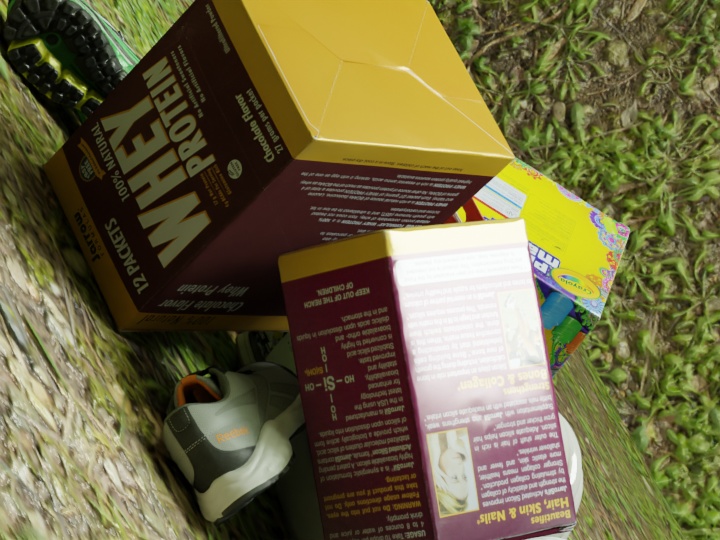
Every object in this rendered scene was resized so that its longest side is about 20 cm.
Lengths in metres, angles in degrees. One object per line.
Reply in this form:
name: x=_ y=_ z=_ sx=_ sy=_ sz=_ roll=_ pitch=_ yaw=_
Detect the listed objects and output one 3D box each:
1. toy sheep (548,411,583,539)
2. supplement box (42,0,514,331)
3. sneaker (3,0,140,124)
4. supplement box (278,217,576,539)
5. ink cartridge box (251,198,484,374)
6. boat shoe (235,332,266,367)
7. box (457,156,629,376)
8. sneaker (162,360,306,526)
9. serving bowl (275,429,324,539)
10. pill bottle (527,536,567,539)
toy sheep: x=0.091 y=0.139 z=1.720 sx=0.200 sy=0.138 sz=0.138 roll=56 pitch=8 yaw=-49
supplement box: x=-0.053 y=-0.070 z=1.613 sx=0.197 sy=0.200 sz=0.133 roll=2 pitch=53 yaw=-49
sneaker: x=-0.170 y=-0.128 z=1.750 sx=0.200 sy=0.078 sz=0.085 roll=53 pitch=10 yaw=-28
supplement box: x=0.042 y=0.075 z=1.565 sx=0.131 sy=0.103 sz=0.201 roll=-5 pitch=84 yaw=-44
ink cartridge box: x=0.000 y=0.000 z=1.730 sx=0.050 sy=0.200 sz=0.109 roll=-2 pitch=55 yaw=-42
boat shoe: x=-0.014 y=0.110 z=1.836 sx=0.200 sy=0.065 sz=0.072 roll=51 pitch=15 yaw=-20
box: x=0.058 y=0.011 z=1.862 sx=0.200 sy=0.193 sz=0.122 roll=32 pitch=37 yaw=-4
sneaker: x=-0.079 y=0.087 z=1.575 sx=0.079 sy=0.074 sz=0.200 roll=52 pitch=11 yaw=-8
serving bowl: x=-0.002 y=0.179 z=1.693 sx=0.200 sy=0.066 sz=0.200 roll=56 pitch=10 yaw=-16
pill bottle: x=0.063 y=0.229 z=1.540 sx=0.200 sy=0.113 sz=0.113 roll=-4 pitch=59 yaw=-49
